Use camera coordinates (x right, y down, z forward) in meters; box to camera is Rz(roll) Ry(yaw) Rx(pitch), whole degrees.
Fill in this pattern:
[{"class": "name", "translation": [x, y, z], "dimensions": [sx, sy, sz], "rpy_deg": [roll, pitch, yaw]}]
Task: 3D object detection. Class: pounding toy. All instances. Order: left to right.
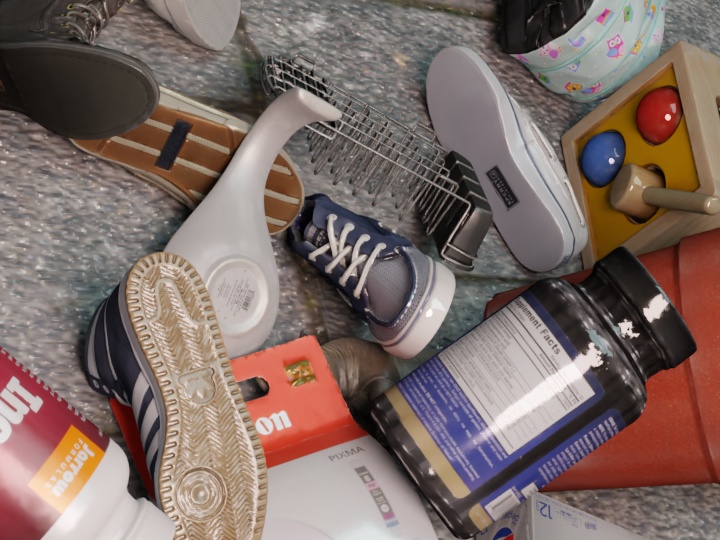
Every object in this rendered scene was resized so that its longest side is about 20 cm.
[{"class": "pounding toy", "translation": [0.259, -0.070, 1.560], "dimensions": [0.142, 0.184, 0.201], "rpy_deg": [17, 51, -32]}]

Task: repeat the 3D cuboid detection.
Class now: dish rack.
[{"class": "dish rack", "translation": [0.006, -0.089, 1.410], "dimensions": [0.200, 0.055, 0.153], "rpy_deg": [29, 15, -15]}]

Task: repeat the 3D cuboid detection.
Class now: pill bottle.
[{"class": "pill bottle", "translation": [-0.206, 0.114, 1.068], "dimensions": [0.200, 0.113, 0.113], "rpy_deg": [41, 42, -11]}, {"class": "pill bottle", "translation": [0.114, 0.076, 1.230], "dimensions": [0.112, 0.200, 0.112], "rpy_deg": [55, -1, 1]}]

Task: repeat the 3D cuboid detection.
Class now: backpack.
[{"class": "backpack", "translation": [0.199, -0.251, 1.665], "dimensions": [0.126, 0.167, 0.201], "rpy_deg": [31, 51, -28]}]

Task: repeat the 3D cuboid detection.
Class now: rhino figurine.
[{"class": "rhino figurine", "translation": [0.012, 0.087, 1.322], "dimensions": [0.199, 0.060, 0.088], "rpy_deg": [11, 56, -29]}]

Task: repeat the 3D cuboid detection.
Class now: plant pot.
[{"class": "plant pot", "translation": [0.198, 0.074, 1.360], "dimensions": [0.201, 0.195, 0.202], "rpy_deg": [-10, 90, -75]}]

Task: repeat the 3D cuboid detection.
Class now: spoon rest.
[{"class": "spoon rest", "translation": [-0.079, -0.027, 1.283], "dimensions": [0.099, 0.061, 0.201], "rpy_deg": [29, 81, -32]}]

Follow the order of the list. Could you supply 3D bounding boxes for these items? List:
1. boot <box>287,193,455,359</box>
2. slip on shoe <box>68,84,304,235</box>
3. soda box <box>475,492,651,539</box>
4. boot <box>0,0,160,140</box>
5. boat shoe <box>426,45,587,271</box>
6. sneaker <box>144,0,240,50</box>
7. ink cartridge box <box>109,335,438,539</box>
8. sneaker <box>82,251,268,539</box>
[{"class": "boot", "translation": [0.000, 0.000, 1.317], "dimensions": [0.090, 0.073, 0.200], "rpy_deg": [30, 3, -15]}, {"class": "slip on shoe", "translation": [-0.127, -0.087, 1.326], "dimensions": [0.200, 0.076, 0.061], "rpy_deg": [21, 17, -32]}, {"class": "soda box", "translation": [0.179, 0.229, 1.360], "dimensions": [0.200, 0.068, 0.064], "rpy_deg": [25, 46, -27]}, {"class": "boot", "translation": [-0.187, -0.166, 1.253], "dimensions": [0.174, 0.199, 0.069], "rpy_deg": [-55, 143, -43]}, {"class": "boat shoe", "translation": [0.121, -0.094, 1.551], "dimensions": [0.065, 0.073, 0.201], "rpy_deg": [-23, 88, -52]}, {"class": "sneaker", "translation": [-0.171, -0.236, 1.381], "dimensions": [0.074, 0.115, 0.200], "rpy_deg": [-68, 150, -21]}, {"class": "ink cartridge box", "translation": [-0.049, 0.144, 1.206], "dimensions": [0.162, 0.057, 0.201], "rpy_deg": [-16, 77, -29]}, {"class": "sneaker", "translation": [-0.118, 0.096, 1.174], "dimensions": [0.070, 0.108, 0.201], "rpy_deg": [-10, 83, -27]}]
